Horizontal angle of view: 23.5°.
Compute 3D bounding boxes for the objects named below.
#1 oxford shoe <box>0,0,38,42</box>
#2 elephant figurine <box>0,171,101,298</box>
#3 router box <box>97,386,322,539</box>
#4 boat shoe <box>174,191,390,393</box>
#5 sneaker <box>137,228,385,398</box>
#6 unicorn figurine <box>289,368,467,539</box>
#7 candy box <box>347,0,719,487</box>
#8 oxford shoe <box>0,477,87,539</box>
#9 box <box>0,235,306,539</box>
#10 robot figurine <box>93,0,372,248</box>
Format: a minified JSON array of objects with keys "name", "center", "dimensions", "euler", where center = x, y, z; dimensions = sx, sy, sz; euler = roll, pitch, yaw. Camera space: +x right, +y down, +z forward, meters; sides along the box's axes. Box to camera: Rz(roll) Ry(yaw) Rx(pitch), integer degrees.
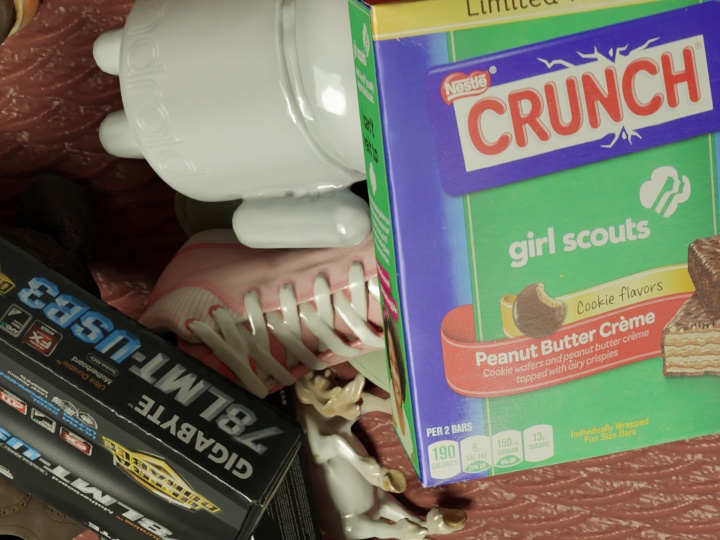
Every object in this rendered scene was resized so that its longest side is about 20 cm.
[{"name":"oxford shoe","center":[-0.269,-0.168,0.893],"dimensions":[0.199,0.073,0.072],"euler":[24,135,10]},{"name":"elephant figurine","center":[-0.200,0.011,0.983],"dimensions":[0.199,0.142,0.155],"euler":[-10,142,38]},{"name":"router box","center":[-0.093,0.149,1.018],"dimensions":[0.157,0.052,0.202],"euler":[1,107,46]},{"name":"boat shoe","center":[0.000,0.000,0.904],"dimensions":[0.201,0.061,0.072],"euler":[37,136,-4]},{"name":"sneaker","center":[-0.024,0.026,0.823],"dimensions":[0.199,0.105,0.076],"euler":[-4,122,30]},{"name":"unicorn figurine","center":[-0.011,0.131,1.024],"dimensions":[0.137,0.074,0.202],"euler":[10,117,35]},{"name":"candy box","center":[0.089,-0.028,0.721],"dimensions":[0.168,0.077,0.202],"euler":[-10,104,-9]},{"name":"oxford shoe","center":[-0.200,0.147,1.073],"dimensions":[0.071,0.074,0.200],"euler":[3,168,29]},{"name":"box","center":[-0.134,0.074,0.846],"dimensions":[0.199,0.050,0.199],"euler":[32,152,2]},{"name":"robot figurine","center":[-0.031,-0.094,0.804],"dimensions":[0.199,0.113,0.171],"euler":[-7,90,33]}]
